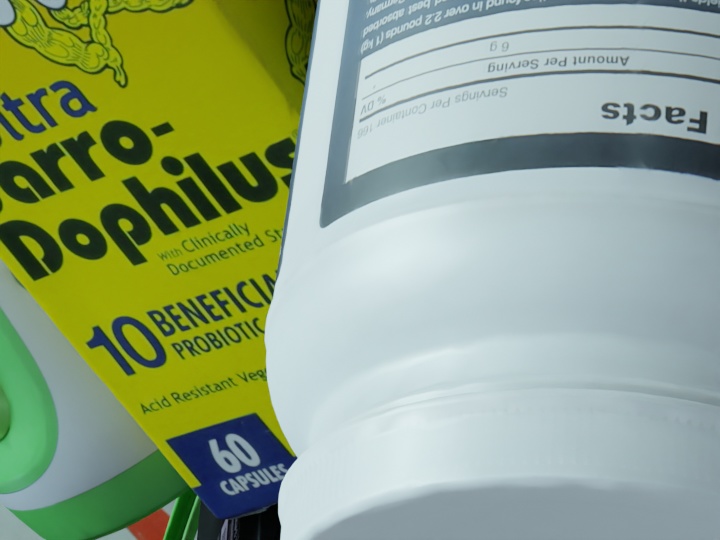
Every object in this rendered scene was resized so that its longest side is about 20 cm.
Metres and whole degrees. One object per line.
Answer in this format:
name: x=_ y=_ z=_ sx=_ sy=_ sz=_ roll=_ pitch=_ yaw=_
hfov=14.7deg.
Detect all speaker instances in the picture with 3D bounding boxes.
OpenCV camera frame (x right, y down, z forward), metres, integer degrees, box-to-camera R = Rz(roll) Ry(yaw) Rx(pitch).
speaker: x=-0.107 y=-0.028 z=0.737 sx=0.088 sy=0.200 sz=0.088 roll=-29 pitch=17 yaw=10

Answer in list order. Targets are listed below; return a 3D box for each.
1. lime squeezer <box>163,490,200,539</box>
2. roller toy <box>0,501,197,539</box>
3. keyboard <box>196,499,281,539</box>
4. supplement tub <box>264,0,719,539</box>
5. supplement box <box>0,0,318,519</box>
lime squeezer: x=-0.057 y=0.017 z=0.987 sx=0.038 sy=0.070 sz=0.201 roll=4 pitch=92 yaw=41
roller toy: x=-0.139 y=0.144 z=1.096 sx=0.140 sy=0.199 sz=0.183 roll=170 pitch=108 yaw=-76
keyboard: x=-0.018 y=0.076 z=0.784 sx=0.200 sy=0.039 sz=0.104 roll=-91 pitch=20 yaw=-57
supplement tub: x=0.056 y=-0.021 z=0.573 sx=0.140 sy=0.140 sz=0.201 roll=127 pitch=154 yaw=-58
supplement box: x=-0.033 y=-0.053 z=0.680 sx=0.109 sy=0.200 sz=0.110 roll=-19 pitch=30 yaw=37
